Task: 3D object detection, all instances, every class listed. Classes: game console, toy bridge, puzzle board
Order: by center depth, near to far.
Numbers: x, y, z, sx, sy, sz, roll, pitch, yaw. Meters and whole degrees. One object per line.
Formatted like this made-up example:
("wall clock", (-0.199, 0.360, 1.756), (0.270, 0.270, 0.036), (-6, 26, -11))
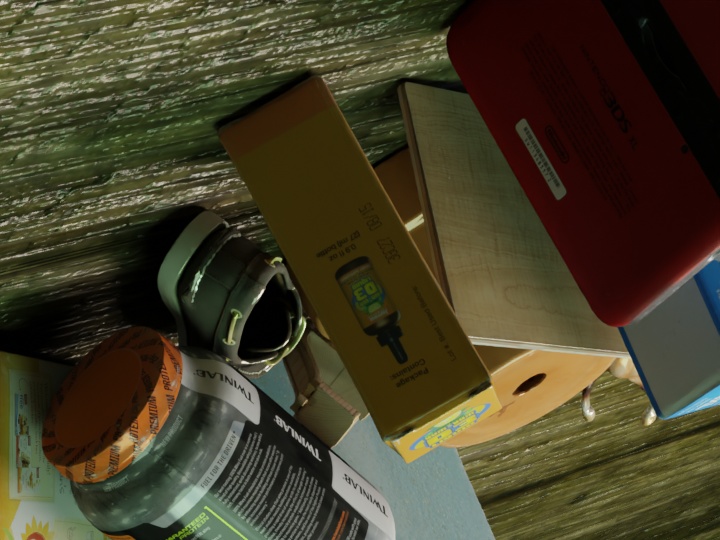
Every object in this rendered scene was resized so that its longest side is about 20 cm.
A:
("game console", (0.171, -0.096, 1.479), (0.118, 0.200, 0.172), (-3, 148, -49))
("puzzle board", (0.099, -0.024, 1.607), (0.017, 0.151, 0.200), (-24, 160, 37))
("toy bridge", (-0.016, 0.064, 1.741), (0.027, 0.067, 0.200), (-51, 175, 13))

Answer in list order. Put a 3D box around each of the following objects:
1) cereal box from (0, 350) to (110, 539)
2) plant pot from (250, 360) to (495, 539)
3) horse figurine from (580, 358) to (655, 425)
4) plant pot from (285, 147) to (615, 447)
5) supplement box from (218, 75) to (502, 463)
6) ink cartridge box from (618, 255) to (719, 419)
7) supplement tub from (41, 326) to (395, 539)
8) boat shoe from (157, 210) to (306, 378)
("cereal box", (-0.173, 0.130, 1.642), (0.039, 0.145, 0.200), (-4, 169, 27))
("plant pot", (-0.060, 0.163, 1.830), (0.196, 0.197, 0.200), (-38, 145, 24))
("horse figurine", (0.215, 0.047, 1.872), (0.199, 0.050, 0.133), (-20, 143, -1))
("plant pot", (0.073, 0.014, 1.706), (0.199, 0.140, 0.200), (-26, 160, -10))
("supplement box", (0.000, 0.000, 1.479), (0.066, 0.200, 0.069), (-28, 160, 0))
("ink cartridge box", (0.241, -0.009, 1.636), (0.199, 0.146, 0.084), (-11, 161, -37))
("supplement tub", (-0.083, 0.127, 1.613), (0.122, 0.123, 0.200), (-36, 124, 18))
("boat shoe", (-0.068, 0.028, 1.637), (0.072, 0.060, 0.202), (-54, 163, -11))
